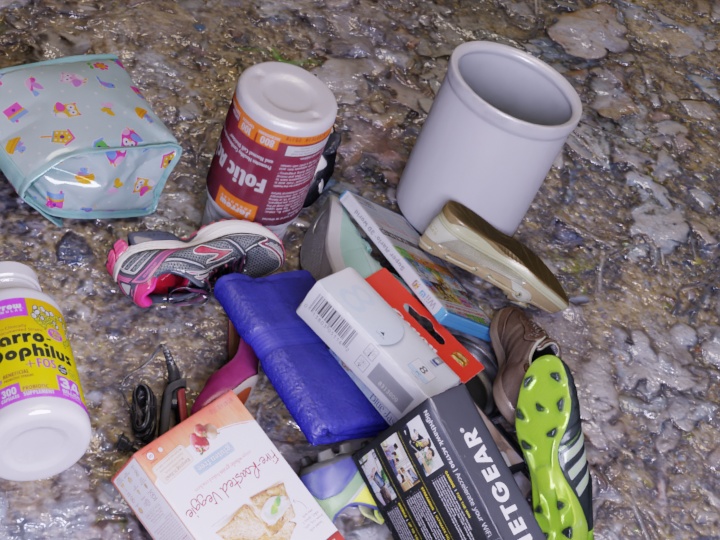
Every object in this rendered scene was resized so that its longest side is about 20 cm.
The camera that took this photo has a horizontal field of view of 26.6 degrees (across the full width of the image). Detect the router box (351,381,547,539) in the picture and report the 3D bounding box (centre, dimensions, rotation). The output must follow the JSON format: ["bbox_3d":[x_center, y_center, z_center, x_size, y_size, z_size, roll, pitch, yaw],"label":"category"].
[{"bbox_3d":[0.087,0.225,1.391,0.051,0.149,0.202,-19,75,-38],"label":"router box"}]

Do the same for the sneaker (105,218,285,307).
[{"bbox_3d":[-0.166,0.002,1.600,0.198,0.081,0.075,-10,42,-32],"label":"sneaker"}]

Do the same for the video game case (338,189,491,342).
[{"bbox_3d":[0.068,-0.004,1.725,0.200,0.018,0.143,51,15,28],"label":"video game case"}]

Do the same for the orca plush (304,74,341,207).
[{"bbox_3d":[-0.063,-0.141,1.847,0.104,0.071,0.201,-28,42,9],"label":"orca plush"}]

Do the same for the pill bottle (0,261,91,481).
[{"bbox_3d":[-0.318,0.088,1.414,0.103,0.105,0.201,0,45,-27],"label":"pill bottle"}]

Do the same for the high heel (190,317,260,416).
[{"bbox_3d":[-0.139,0.090,1.535,0.096,0.068,0.200,37,29,10],"label":"high heel"}]

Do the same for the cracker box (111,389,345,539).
[{"bbox_3d":[-0.111,0.225,1.368,0.201,0.058,0.134,52,44,6],"label":"cracker box"}]

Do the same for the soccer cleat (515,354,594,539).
[{"bbox_3d":[0.202,0.188,1.544,0.081,0.067,0.203,14,69,-59],"label":"soccer cleat"}]

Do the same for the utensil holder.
[{"bbox_3d":[0.148,-0.145,1.821,0.168,0.201,0.171,17,37,-13],"label":"utensil holder"}]

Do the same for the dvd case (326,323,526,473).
[{"bbox_3d":[0.068,0.135,1.530,0.200,0.018,0.142,49,29,22],"label":"dvd case"}]

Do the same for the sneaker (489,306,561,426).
[{"bbox_3d":[0.189,0.094,1.658,0.071,0.075,0.201,49,23,-22],"label":"sneaker"}]

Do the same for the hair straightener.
[{"bbox_3d":[-0.196,0.151,1.452,0.076,0.041,0.202,7,48,-19],"label":"hair straightener"}]

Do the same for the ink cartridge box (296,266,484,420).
[{"bbox_3d":[0.044,0.060,1.544,0.160,0.047,0.199,45,29,11],"label":"ink cartridge box"}]

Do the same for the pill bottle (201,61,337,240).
[{"bbox_3d":[-0.106,-0.117,1.670,0.113,0.201,0.115,13,40,-12],"label":"pill bottle"}]

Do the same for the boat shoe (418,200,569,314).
[{"bbox_3d":[0.159,-0.003,1.782,0.200,0.063,0.074,33,23,-25],"label":"boat shoe"}]

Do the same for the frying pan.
[{"bbox_3d":[0.138,0.144,1.641,0.190,0.031,0.115,43,40,7],"label":"frying pan"}]

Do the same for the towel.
[{"bbox_3d":[-0.055,0.088,1.526,0.147,0.050,0.201,-2,51,-51],"label":"towel"}]

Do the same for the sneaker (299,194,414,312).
[{"bbox_3d":[0.000,0.000,1.706,0.117,0.074,0.201,24,30,-22],"label":"sneaker"}]

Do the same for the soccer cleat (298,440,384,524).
[{"bbox_3d":[0.024,0.206,1.507,0.198,0.064,0.085,-9,79,-39],"label":"soccer cleat"}]

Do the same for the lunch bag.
[{"bbox_3d":[-0.323,-0.142,1.652,0.198,0.123,0.171,-11,51,-42],"label":"lunch bag"}]
